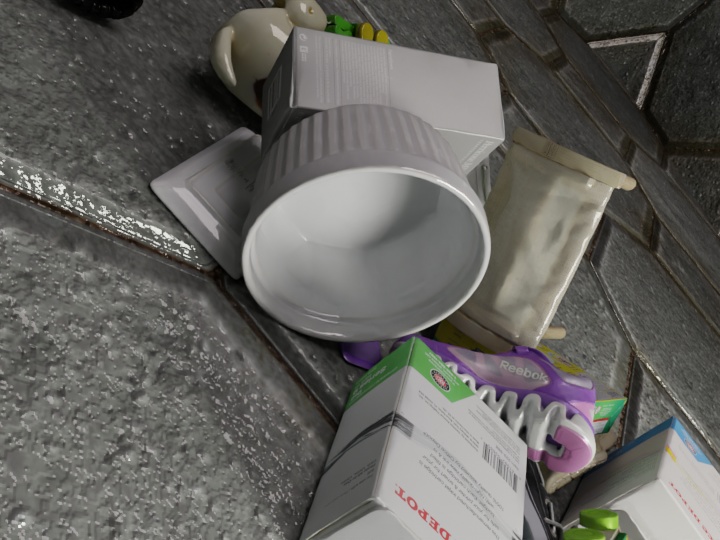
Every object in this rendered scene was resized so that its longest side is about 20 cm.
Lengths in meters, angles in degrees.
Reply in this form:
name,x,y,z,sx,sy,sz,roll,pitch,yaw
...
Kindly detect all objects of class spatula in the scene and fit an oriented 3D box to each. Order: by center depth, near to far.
name,x,y,z,sx,sy,sz,roll,pitch,yaw
spatula,0.000,0.000,0.837,0.056,0.021,0.201,25,56,-41

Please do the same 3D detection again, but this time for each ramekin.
name,x,y,z,sx,sy,sz,roll,pitch,yaw
ramekin,0.001,-0.043,0.725,0.200,0.200,0.105,32,35,-34

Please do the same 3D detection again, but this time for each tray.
name,x,y,z,sx,sy,sz,roll,pitch,yaw
tray,-0.105,-0.073,0.798,0.107,0.022,0.200,47,27,-7

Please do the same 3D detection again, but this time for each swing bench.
name,x,y,z,sx,sy,sz,roll,pitch,yaw
swing bench,0.177,-0.030,0.897,0.129,0.200,0.200,28,13,17

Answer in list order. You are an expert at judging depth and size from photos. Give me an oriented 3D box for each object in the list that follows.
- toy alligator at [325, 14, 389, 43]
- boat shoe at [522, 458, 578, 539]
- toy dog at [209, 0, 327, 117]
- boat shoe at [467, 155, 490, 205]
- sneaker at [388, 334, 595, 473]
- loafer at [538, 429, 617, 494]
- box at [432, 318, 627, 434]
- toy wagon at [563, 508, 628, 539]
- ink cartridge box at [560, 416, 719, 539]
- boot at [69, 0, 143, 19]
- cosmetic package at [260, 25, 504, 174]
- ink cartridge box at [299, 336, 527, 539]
name,x,y,z,sx,sy,sz,roll,pitch,yaw
toy alligator,-0.020,-0.312,1.197,0.200,0.059,0.055,1,95,-57
boat shoe,0.145,0.233,0.754,0.068,0.074,0.200,22,27,-21
toy dog,-0.048,-0.180,0.891,0.200,0.139,0.194,53,21,-5
boat shoe,0.148,-0.052,1.038,0.074,0.065,0.201,-89,162,-60
sneaker,0.123,0.102,0.788,0.199,0.081,0.089,21,49,19
loafer,0.222,0.184,0.941,0.068,0.076,0.200,57,18,13
box,0.161,0.098,0.904,0.200,0.049,0.117,36,17,35
toy wagon,0.182,0.281,0.687,0.200,0.039,0.156,4,85,-66
ink cartridge box,0.299,0.262,0.897,0.129,0.125,0.200,55,27,7
boot,-0.220,-0.303,0.835,0.211,0.080,0.158,4,45,-42
cosmetic package,0.018,-0.143,0.790,0.199,0.107,0.091,7,68,-18
ink cartridge box,0.049,0.169,0.668,0.146,0.084,0.200,46,27,-11
